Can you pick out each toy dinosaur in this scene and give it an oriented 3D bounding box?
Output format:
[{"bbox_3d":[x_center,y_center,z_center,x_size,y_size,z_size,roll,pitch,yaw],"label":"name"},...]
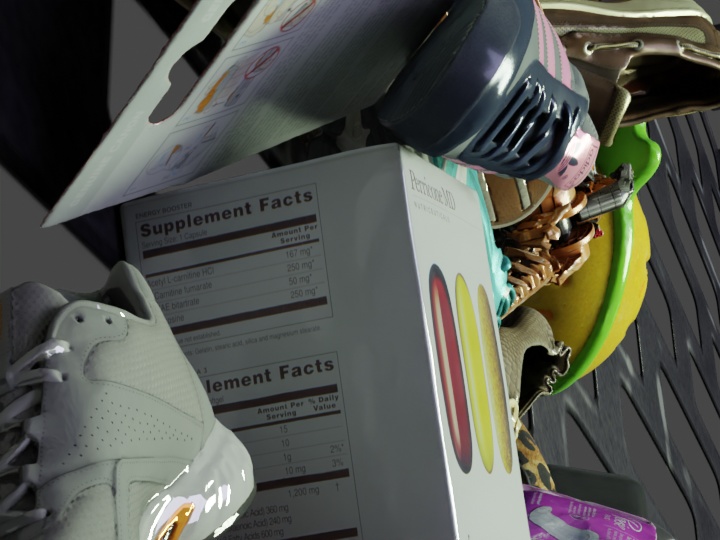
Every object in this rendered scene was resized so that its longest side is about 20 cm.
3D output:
[{"bbox_3d":[0.075,-0.028,0.937,0.200,0.134,0.103,-17,96,-73],"label":"toy dinosaur"}]

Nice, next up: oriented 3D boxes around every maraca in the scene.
[{"bbox_3d":[0.123,-0.022,1.073,0.137,0.106,0.202,42,-60,53],"label":"maraca"}]

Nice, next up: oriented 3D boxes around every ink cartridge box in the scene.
[{"bbox_3d":[-0.020,-0.102,0.610,0.047,0.160,0.199,49,37,11],"label":"ink cartridge box"}]

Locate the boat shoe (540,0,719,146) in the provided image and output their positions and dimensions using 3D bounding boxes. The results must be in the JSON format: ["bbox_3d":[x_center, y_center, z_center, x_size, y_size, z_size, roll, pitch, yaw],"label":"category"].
[{"bbox_3d":[0.118,-0.104,0.961,0.075,0.201,0.075,59,-29,35],"label":"boat shoe"}]

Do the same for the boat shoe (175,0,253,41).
[{"bbox_3d":[-0.054,-0.125,0.688,0.201,0.072,0.064,37,40,-76],"label":"boat shoe"}]

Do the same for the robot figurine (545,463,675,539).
[{"bbox_3d":[0.116,0.207,0.956,0.150,0.124,0.202,53,30,-50],"label":"robot figurine"}]

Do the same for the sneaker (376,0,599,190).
[{"bbox_3d":[0.059,-0.064,0.673,0.082,0.070,0.200,42,14,-2],"label":"sneaker"}]

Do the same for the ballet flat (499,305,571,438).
[{"bbox_3d":[0.076,0.060,0.902,0.200,0.046,0.068,-41,153,-75],"label":"ballet flat"}]

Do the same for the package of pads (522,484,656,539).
[{"bbox_3d":[0.067,0.203,0.759,0.120,0.075,0.202,-40,145,-76],"label":"package of pads"}]

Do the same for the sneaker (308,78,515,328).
[{"bbox_3d":[0.037,0.017,0.756,0.079,0.077,0.202,2,78,-42],"label":"sneaker"}]

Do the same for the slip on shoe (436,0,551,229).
[{"bbox_3d":[0.048,-0.119,0.850,0.061,0.075,0.201,-128,-162,-61],"label":"slip on shoe"}]

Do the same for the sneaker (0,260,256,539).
[{"bbox_3d":[-0.089,0.055,0.479,0.200,0.075,0.093,-64,133,-75],"label":"sneaker"}]

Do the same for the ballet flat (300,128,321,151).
[{"bbox_3d":[0.000,0.000,0.821,0.067,0.046,0.202,6,77,-61],"label":"ballet flat"}]

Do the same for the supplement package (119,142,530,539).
[{"bbox_3d":[-0.006,0.069,0.653,0.114,0.109,0.202,17,64,-71],"label":"supplement package"}]

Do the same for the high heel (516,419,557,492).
[{"bbox_3d":[0.046,0.105,0.883,0.201,0.071,0.143,-85,152,-44],"label":"high heel"}]
